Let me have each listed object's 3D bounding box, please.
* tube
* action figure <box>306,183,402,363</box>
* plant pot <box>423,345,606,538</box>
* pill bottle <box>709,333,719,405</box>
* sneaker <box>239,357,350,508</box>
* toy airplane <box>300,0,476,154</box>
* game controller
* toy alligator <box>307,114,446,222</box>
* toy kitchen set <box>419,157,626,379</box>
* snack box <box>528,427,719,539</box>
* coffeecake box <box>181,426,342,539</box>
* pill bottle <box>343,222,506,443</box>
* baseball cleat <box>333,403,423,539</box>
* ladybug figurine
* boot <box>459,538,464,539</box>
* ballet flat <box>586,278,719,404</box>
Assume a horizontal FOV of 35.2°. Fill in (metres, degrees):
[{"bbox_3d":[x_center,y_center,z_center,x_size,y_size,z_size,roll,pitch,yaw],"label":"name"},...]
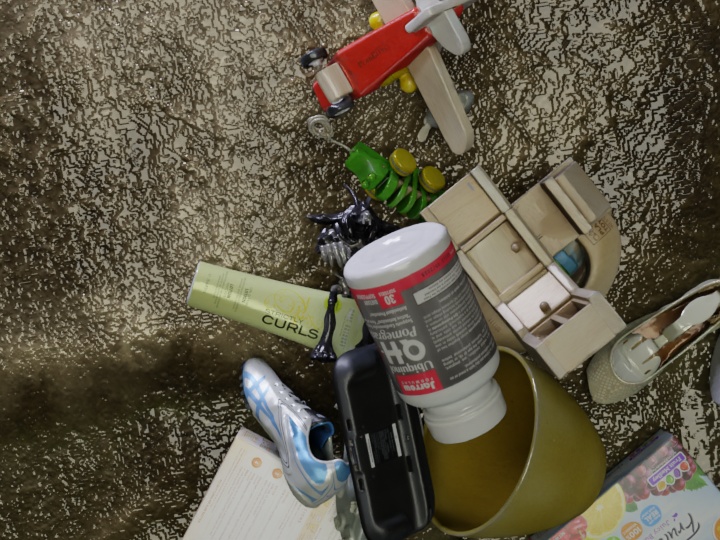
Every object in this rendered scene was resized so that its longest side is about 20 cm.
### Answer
[{"bbox_3d":[-0.089,0.040,1.255,0.199,0.052,0.058,17,121,-7],"label":"tube"},{"bbox_3d":[0.000,0.000,1.216,0.118,0.102,0.201,8,81,-19],"label":"action figure"},{"bbox_3d":[0.175,0.196,1.204,0.142,0.200,0.201,21,93,-26],"label":"plant pot"},{"bbox_3d":[0.488,0.119,1.218,0.199,0.114,0.114,12,93,0],"label":"pill bottle"},{"bbox_3d":[-0.069,0.162,1.211,0.072,0.072,0.200,-39,50,5],"label":"sneaker"},{"bbox_3d":[0.050,-0.242,1.192,0.199,0.141,0.201,22,116,25],"label":"toy airplane"},{"bbox_3d":[0.024,0.175,1.157,0.104,0.042,0.201,-11,90,-41],"label":"game controller"},{"bbox_3d":[0.025,-0.097,1.214,0.200,0.054,0.059,27,134,-23],"label":"toy alligator"},{"bbox_3d":[0.183,-0.030,1.110,0.163,0.180,0.200,-39,90,2],"label":"toy kitchen set"},{"bbox_3d":[0.309,0.295,1.260,0.200,0.053,0.142,-40,93,2],"label":"snack box"},{"bbox_3d":[-0.081,0.290,1.253,0.199,0.073,0.154,28,91,-1],"label":"coffeecake box"},{"bbox_3d":[0.070,0.064,1.114,0.110,0.111,0.201,-24,106,2],"label":"pill bottle"},{"bbox_3d":[0.023,0.200,1.215,0.106,0.070,0.201,14,65,-29],"label":"baseball cleat"},{"bbox_3d":[0.197,0.002,1.236,0.200,0.072,0.136,-41,91,3],"label":"ladybug figurine"},{"bbox_3d":[0.114,0.418,1.255,0.155,0.077,0.200,-41,89,1],"label":"boot"},{"bbox_3d":[0.327,0.071,1.242,0.200,0.062,0.068,-39,77,1],"label":"ballet flat"}]
